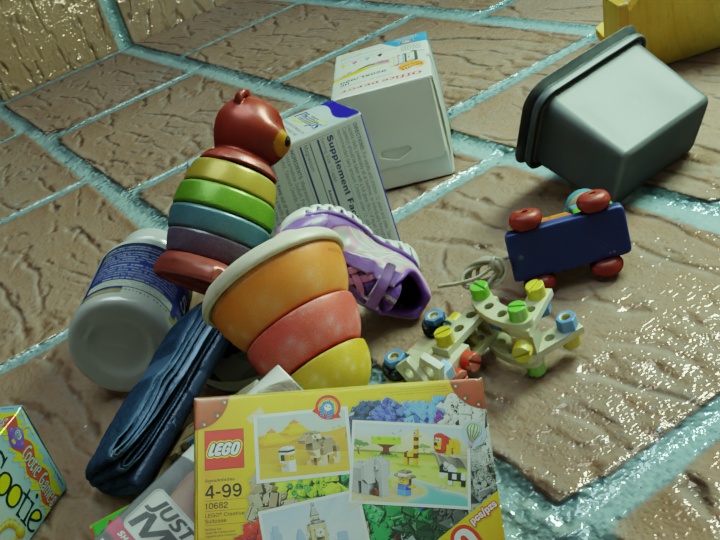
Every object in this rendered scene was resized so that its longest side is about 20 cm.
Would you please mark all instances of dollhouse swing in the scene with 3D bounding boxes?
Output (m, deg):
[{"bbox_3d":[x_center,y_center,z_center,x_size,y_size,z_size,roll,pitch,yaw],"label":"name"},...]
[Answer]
[{"bbox_3d":[0.446,-0.403,1.416,0.196,0.183,0.178,-17,48,4],"label":"dollhouse swing"}]

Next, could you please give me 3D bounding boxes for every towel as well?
[{"bbox_3d":[-0.189,0.115,0.911,0.111,0.048,0.202,-29,29,53],"label":"towel"}]

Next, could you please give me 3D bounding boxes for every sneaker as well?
[{"bbox_3d":[-0.089,0.073,0.977,0.197,0.080,0.074,-8,31,23],"label":"sneaker"},{"bbox_3d":[0.000,0.000,0.974,0.081,0.198,0.089,-55,41,19],"label":"sneaker"}]

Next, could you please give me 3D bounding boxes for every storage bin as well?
[{"bbox_3d":[0.297,-0.164,1.122,0.198,0.147,0.134,-32,57,-24],"label":"storage bin"}]

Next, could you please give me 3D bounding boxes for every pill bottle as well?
[{"bbox_3d":[-0.256,0.035,1.107,0.117,0.121,0.201,-15,28,8],"label":"pill bottle"}]

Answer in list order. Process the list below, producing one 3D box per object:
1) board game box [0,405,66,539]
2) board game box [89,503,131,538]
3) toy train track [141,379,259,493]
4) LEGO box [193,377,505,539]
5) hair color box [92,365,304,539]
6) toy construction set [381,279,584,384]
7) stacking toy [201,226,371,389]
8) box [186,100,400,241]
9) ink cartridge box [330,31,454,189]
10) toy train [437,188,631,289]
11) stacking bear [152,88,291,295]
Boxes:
[{"bbox_3d":[-0.368,0.226,0.848,0.103,0.104,0.201,-7,30,21],"label":"board game box"},{"bbox_3d":[-0.113,0.204,0.786,0.198,0.048,0.101,-27,28,-15],"label":"board game box"},{"bbox_3d":[-0.137,0.150,0.850,0.199,0.032,0.116,-36,23,42],"label":"toy train track"},{"bbox_3d":[-0.009,0.161,0.643,0.196,0.078,0.151,-4,62,-4],"label":"LEGO box"},{"bbox_3d":[-0.098,0.178,0.711,0.100,0.061,0.200,40,68,17],"label":"hair color box"},{"bbox_3d":[0.094,0.079,0.847,0.130,0.094,0.198,11,29,44],"label":"toy construction set"},{"bbox_3d":[-0.039,0.077,0.845,0.144,0.147,0.202,-26,72,-15],"label":"stacking toy"},{"bbox_3d":[-0.074,-0.069,1.108,0.197,0.187,0.105,-24,23,-11],"label":"box"},{"bbox_3d":[0.046,-0.224,1.356,0.144,0.147,0.201,-13,28,9],"label":"ink cartridge box"},{"bbox_3d":[0.173,-0.032,1.005,0.196,0.086,0.116,-15,17,8],"label":"toy train"},{"bbox_3d":[-0.128,-0.078,0.969,0.112,0.121,0.204,11,79,26],"label":"stacking bear"}]
